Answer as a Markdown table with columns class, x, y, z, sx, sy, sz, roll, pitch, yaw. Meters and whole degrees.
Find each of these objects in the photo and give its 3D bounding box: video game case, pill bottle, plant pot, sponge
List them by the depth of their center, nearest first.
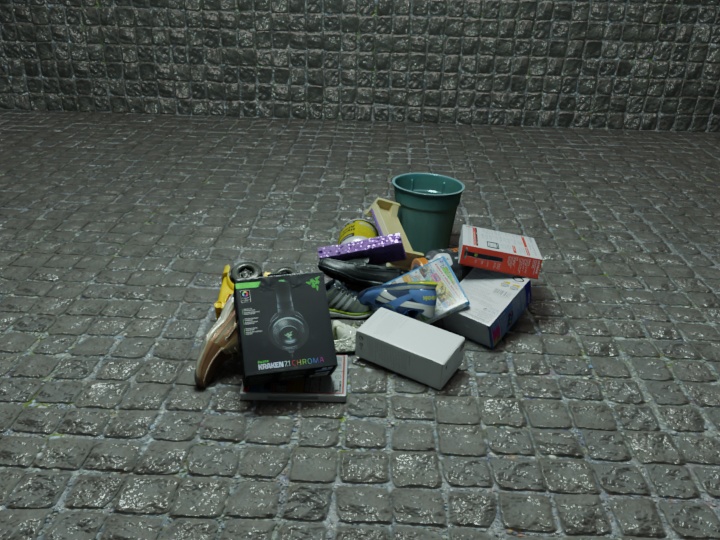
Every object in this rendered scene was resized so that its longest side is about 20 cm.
| class | x | y | z | sx | sy | sz | roll | pitch | yaw |
| --- | --- | --- | --- | --- | --- | --- | --- | --- | --- |
| video game case | -0.125 | 0.207 | 1.328 | 0.199 | 0.018 | 0.143 | 2 | 25 | 0 |
| video game case | 0.123 | 0.062 | 1.502 | 0.199 | 0.018 | 0.143 | -26 | 49 | 2 |
| sponge | 0.006 | -0.040 | 1.619 | 0.199 | 0.030 | 0.112 | -10 | -21 | 8 |
| pill bottle | 0.226 | -0.002 | 1.684 | 0.199 | 0.107 | 0.106 | -6 | 26 | -22 |
| pill bottle | -0.005 | -0.052 | 1.780 | 0.111 | 0.112 | 0.200 | 1 | 25 | 0 |
| plant pot | 0.181 | -0.150 | 1.896 | 0.199 | 0.197 | 0.200 | 2 | 25 | -1 |

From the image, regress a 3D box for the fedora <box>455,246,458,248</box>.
| class | x | y | z | sx | sy | sz | roll | pitch | yaw |
| --- | --- | --- | --- | --- | --- | --- | --- | --- | --- |
| fedora | 0.333 | -0.054 | 1.836 | 0.200 | 0.082 | 0.201 | 1 | 25 | 0 |

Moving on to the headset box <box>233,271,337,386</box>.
| class | x | y | z | sx | sy | sz | roll | pitch | yaw |
| --- | --- | --- | --- | --- | --- | --- | --- | --- | --- |
| headset box | -0.146 | 0.103 | 1.290 | 0.173 | 0.093 | 0.201 | -4 | 70 | -14 |

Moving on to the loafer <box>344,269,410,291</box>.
| class | x | y | z | sx | sy | sz | roll | pitch | yaw |
| --- | --- | --- | --- | --- | --- | --- | --- | --- | --- |
| loafer | 0.051 | 0.025 | 1.665 | 0.199 | 0.071 | 0.073 | -12 | 28 | -27 |

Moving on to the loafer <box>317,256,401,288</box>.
| class | x | y | z | sx | sy | sz | roll | pitch | yaw |
| --- | --- | --- | --- | --- | --- | --- | --- | --- | --- |
| loafer | 0.000 | 0.000 | 1.589 | 0.200 | 0.071 | 0.068 | 15 | -15 | -7 |

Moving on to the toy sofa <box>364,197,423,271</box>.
| class | x | y | z | sx | sy | sz | roll | pitch | yaw |
| --- | --- | --- | --- | --- | --- | --- | --- | --- | --- |
| toy sofa | 0.077 | -0.084 | 1.772 | 0.083 | 0.098 | 0.201 | 11 | 44 | -37 |

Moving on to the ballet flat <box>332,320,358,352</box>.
| class | x | y | z | sx | sy | sz | roll | pitch | yaw |
| --- | --- | --- | --- | --- | --- | --- | --- | --- | --- |
| ballet flat | -0.072 | 0.138 | 1.425 | 0.199 | 0.072 | 0.072 | -3 | 25 | -12 |

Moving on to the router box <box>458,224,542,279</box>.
| class | x | y | z | sx | sy | sz | roll | pitch | yaw |
| --- | --- | --- | --- | --- | --- | --- | --- | --- | --- |
| router box | 0.320 | -0.047 | 1.585 | 0.179 | 0.049 | 0.200 | 12 | 18 | 6 |

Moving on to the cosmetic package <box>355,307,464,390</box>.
| class | x | y | z | sx | sy | sz | roll | pitch | yaw |
| --- | --- | --- | --- | --- | --- | --- | --- | --- | --- |
| cosmetic package | 0.098 | 0.154 | 1.370 | 0.199 | 0.074 | 0.102 | 21 | 39 | 27 |

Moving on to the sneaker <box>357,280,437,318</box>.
| class | x | y | z | sx | sy | sz | roll | pitch | yaw |
| --- | --- | --- | --- | --- | --- | --- | --- | --- | --- |
| sneaker | 0.076 | 0.068 | 1.452 | 0.199 | 0.083 | 0.074 | -6 | 0 | 40 |

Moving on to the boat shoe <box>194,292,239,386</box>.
| class | x | y | z | sx | sy | sz | roll | pitch | yaw |
| --- | --- | --- | --- | --- | --- | --- | --- | --- | --- |
| boat shoe | -0.258 | 0.137 | 1.332 | 0.072 | 0.076 | 0.201 | 23 | 67 | 5 |

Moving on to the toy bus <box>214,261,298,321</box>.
| class | x | y | z | sx | sy | sz | roll | pitch | yaw |
| --- | --- | --- | --- | --- | --- | --- | --- | --- | --- |
| toy bus | -0.214 | 0.093 | 1.452 | 0.199 | 0.136 | 0.192 | 6 | 42 | 4 |

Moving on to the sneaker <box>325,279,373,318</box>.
| class | x | y | z | sx | sy | sz | roll | pitch | yaw |
| --- | --- | --- | --- | --- | --- | --- | --- | --- | --- |
| sneaker | -0.038 | 0.062 | 1.567 | 0.199 | 0.081 | 0.074 | -3 | 25 | -10 |

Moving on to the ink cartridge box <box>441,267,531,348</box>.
| class | x | y | z | sx | sy | sz | roll | pitch | yaw |
| --- | --- | --- | --- | --- | --- | --- | --- | --- | --- |
| ink cartridge box | 0.289 | 0.064 | 1.519 | 0.136 | 0.077 | 0.200 | 23 | 54 | 36 |
